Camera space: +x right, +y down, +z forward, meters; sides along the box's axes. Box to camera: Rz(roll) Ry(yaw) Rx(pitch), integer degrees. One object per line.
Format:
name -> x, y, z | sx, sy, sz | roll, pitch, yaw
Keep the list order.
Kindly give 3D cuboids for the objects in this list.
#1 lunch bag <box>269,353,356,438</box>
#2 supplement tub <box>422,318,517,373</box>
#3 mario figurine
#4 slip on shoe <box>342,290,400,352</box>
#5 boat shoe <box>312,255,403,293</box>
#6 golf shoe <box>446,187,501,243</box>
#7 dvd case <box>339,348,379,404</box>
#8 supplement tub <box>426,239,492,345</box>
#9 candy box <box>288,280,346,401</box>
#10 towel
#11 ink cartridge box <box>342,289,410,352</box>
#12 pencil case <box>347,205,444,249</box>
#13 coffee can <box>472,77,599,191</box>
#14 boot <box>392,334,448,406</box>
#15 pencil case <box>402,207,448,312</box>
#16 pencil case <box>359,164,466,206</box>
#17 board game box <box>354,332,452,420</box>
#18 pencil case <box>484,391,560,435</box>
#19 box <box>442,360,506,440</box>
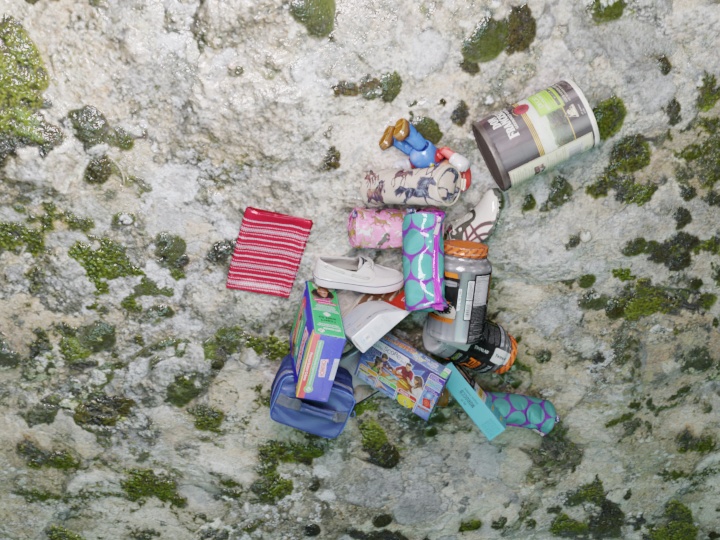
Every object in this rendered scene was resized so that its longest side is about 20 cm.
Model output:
lunch bag -> -0.104, 0.291, 1.696 | 0.200, 0.132, 0.136 | 18, 111, -10
supplement tub -> 0.252, 0.161, 1.714 | 0.200, 0.123, 0.123 | 23, 115, -23
mario figurine -> 0.133, -0.206, 1.466 | 0.200, 0.123, 0.106 | 30, 99, -22
slip on shoe -> 0.004, 0.099, 1.667 | 0.076, 0.061, 0.200 | 41, 89, -13
boat shoe -> 0.000, 0.000, 1.598 | 0.199, 0.072, 0.066 | 7, 123, -7
golf shoe -> 0.232, -0.089, 1.585 | 0.088, 0.077, 0.200 | 18, 116, -13
dvd case -> -0.014, 0.256, 1.782 | 0.200, 0.018, 0.143 | -32, 121, 9
supplement tub -> 0.205, 0.043, 1.547 | 0.122, 0.123, 0.201 | 2, 103, -13
candy box -> -0.094, 0.148, 1.589 | 0.077, 0.200, 0.169 | 8, 119, -16
towel -> -0.191, -0.034, 1.563 | 0.144, 0.023, 0.200 | 11, 119, -17
ink cartridge box -> 0.047, 0.078, 1.559 | 0.200, 0.160, 0.047 | -42, 102, -8
pencil case -> 0.075, -0.089, 1.545 | 0.199, 0.083, 0.087 | 0, 112, -11
coffee can -> 0.337, -0.262, 1.453 | 0.200, 0.146, 0.147 | -26, 123, 5
boot -> 0.128, 0.243, 1.764 | 0.071, 0.201, 0.144 | -43, 162, -7
pencil case -> 0.127, -0.019, 1.458 | 0.085, 0.092, 0.201 | 3, 83, -32
pencil case -> 0.099, -0.161, 1.437 | 0.089, 0.200, 0.078 | -22, 109, -47
board game box -> 0.092, 0.228, 1.666 | 0.200, 0.034, 0.136 | 31, 126, 17
pencil case -> 0.391, 0.359, 1.876 | 0.200, 0.093, 0.085 | 11, 156, -16
box -> 0.262, 0.299, 1.770 | 0.049, 0.082, 0.200 | -39, 87, 13
